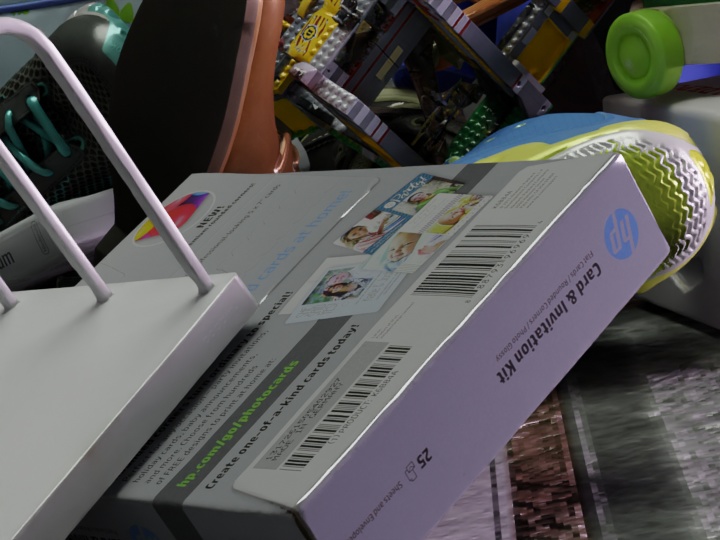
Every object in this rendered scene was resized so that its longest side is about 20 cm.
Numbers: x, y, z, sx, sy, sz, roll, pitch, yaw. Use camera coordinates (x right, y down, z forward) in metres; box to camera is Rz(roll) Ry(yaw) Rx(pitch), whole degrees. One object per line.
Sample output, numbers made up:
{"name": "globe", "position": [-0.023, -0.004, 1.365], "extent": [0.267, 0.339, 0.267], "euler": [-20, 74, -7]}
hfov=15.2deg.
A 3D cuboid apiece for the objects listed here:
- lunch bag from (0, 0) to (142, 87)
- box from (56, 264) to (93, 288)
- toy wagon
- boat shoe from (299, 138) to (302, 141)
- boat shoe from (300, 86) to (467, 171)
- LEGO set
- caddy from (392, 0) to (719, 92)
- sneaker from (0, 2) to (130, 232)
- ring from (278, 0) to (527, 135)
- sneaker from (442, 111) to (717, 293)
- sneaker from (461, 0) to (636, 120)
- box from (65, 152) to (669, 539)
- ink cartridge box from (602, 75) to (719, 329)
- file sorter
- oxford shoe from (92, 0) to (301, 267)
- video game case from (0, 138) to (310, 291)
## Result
{"name": "lunch bag", "position": [-0.134, -0.071, 1.342], "extent": [0.200, 0.161, 0.082], "euler": [-8, 11, 19]}
{"name": "box", "position": [0.000, 0.000, 1.122], "extent": [0.200, 0.044, 0.160], "euler": [-4, 10, 35]}
{"name": "toy wagon", "position": [0.193, -0.098, 0.988], "extent": [0.155, 0.040, 0.200], "euler": [-17, 11, -36]}
{"name": "boat shoe", "position": [-0.099, -0.049, 1.452], "extent": [0.200, 0.074, 0.060], "euler": [-15, 10, -12]}
{"name": "boat shoe", "position": [0.018, -0.049, 1.312], "extent": [0.066, 0.072, 0.201], "euler": [-27, 13, -39]}
{"name": "LEGO set", "position": [0.018, -0.125, 1.036], "extent": [0.154, 0.200, 0.116], "euler": [46, 4, 38]}
{"name": "caddy", "position": [0.105, -0.122, 1.360], "extent": [0.141, 0.105, 0.200], "euler": [1, -18, 41]}
{"name": "sneaker", "position": [-0.143, -0.045, 1.152], "extent": [0.091, 0.078, 0.200], "euler": [-38, 0, -32]}
{"name": "ring", "position": [0.009, -0.095, 1.203], "extent": [0.200, 0.019, 0.200], "euler": [-24, 10, 4]}
{"name": "sneaker", "position": [0.032, -0.004, 0.968], "extent": [0.200, 0.076, 0.105], "euler": [-15, 11, 12]}
{"name": "sneaker", "position": [0.125, -0.074, 1.148], "extent": [0.076, 0.116, 0.200], "euler": [-37, -4, -24]}
{"name": "box", "position": [-0.029, 0.028, 0.807], "extent": [0.200, 0.041, 0.156], "euler": [1, 39, 48]}
{"name": "ink cartridge box", "position": [0.209, -0.041, 1.014], "extent": [0.200, 0.084, 0.146], "euler": [-12, 9, -14]}
{"name": "file sorter", "position": [-0.163, 0.014, 0.791], "extent": [0.200, 0.125, 0.139], "euler": [-4, 37, 45]}
{"name": "oxford shoe", "position": [-0.049, -0.038, 0.980], "extent": [0.071, 0.200, 0.071], "euler": [-10, 41, -29]}
{"name": "video game case", "position": [-0.141, -0.002, 1.185], "extent": [0.182, 0.024, 0.200], "euler": [-25, -1, 31]}
